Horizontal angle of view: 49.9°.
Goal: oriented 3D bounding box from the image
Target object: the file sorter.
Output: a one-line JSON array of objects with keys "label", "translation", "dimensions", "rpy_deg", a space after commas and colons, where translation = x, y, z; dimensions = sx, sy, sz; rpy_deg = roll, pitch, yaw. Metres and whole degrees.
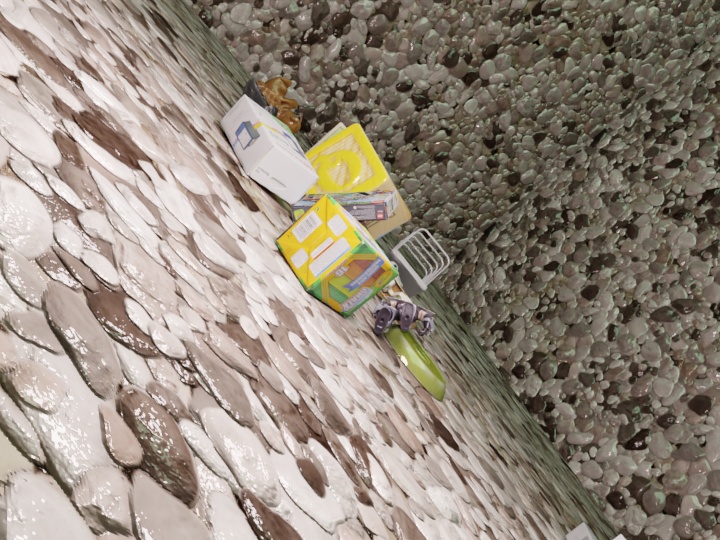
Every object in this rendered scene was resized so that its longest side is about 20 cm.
[{"label": "file sorter", "translation": [0.143, -0.019, 2.157], "dimensions": [0.139, 0.124, 0.200], "rpy_deg": [50, -18, -1]}]

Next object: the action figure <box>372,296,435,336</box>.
[{"label": "action figure", "translation": [0.083, 0.093, 1.565], "dimensions": [0.128, 0.070, 0.200], "rpy_deg": [7, 1, 13]}]

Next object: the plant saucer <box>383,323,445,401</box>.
[{"label": "plant saucer", "translation": [0.119, 0.183, 1.619], "dimensions": [0.200, 0.031, 0.200], "rpy_deg": [50, 6, -7]}]

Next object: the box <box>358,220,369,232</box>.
[{"label": "box", "translation": [-0.035, -0.063, 1.563], "dimensions": [0.200, 0.099, 0.076], "rpy_deg": [-112, -170, -69]}]

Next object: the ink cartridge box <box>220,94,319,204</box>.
[{"label": "ink cartridge box", "translation": [-0.189, -0.249, 1.599], "dimensions": [0.145, 0.087, 0.201], "rpy_deg": [31, 22, -45]}]

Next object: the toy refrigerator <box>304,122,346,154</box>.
[{"label": "toy refrigerator", "translation": [-0.097, -0.280, 1.967], "dimensions": [0.076, 0.199, 0.070], "rpy_deg": [50, 7, 2]}]

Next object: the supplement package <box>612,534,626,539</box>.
[{"label": "supplement package", "translation": [0.531, 0.640, 1.485], "dimensions": [0.201, 0.121, 0.120], "rpy_deg": [51, 7, -3]}]

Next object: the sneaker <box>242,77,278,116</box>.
[{"label": "sneaker", "translation": [-0.238, -0.366, 1.909], "dimensions": [0.200, 0.104, 0.060], "rpy_deg": [51, 6, 6]}]

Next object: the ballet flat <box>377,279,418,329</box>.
[{"label": "ballet flat", "translation": [0.082, 0.051, 1.881], "dimensions": [0.201, 0.068, 0.063], "rpy_deg": [52, -27, 5]}]

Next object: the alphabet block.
[{"label": "alphabet block", "translation": [-0.020, -0.190, 1.855], "dimensions": [0.196, 0.195, 0.200], "rpy_deg": [61, 5, 29]}]

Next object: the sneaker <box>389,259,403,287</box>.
[{"label": "sneaker", "translation": [0.056, -0.002, 2.012], "dimensions": [0.089, 0.074, 0.200], "rpy_deg": [49, 6, -22]}]

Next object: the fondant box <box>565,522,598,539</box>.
[{"label": "fondant box", "translation": [0.537, 0.663, 1.673], "dimensions": [0.201, 0.058, 0.144], "rpy_deg": [52, 7, 1]}]

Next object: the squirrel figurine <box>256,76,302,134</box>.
[{"label": "squirrel figurine", "translation": [-0.280, -0.524, 2.512], "dimensions": [0.199, 0.141, 0.188], "rpy_deg": [7, 52, -60]}]

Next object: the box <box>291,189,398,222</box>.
[{"label": "box", "translation": [-0.030, -0.131, 1.585], "dimensions": [0.110, 0.197, 0.035], "rpy_deg": [-54, 140, -65]}]

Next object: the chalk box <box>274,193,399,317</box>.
[{"label": "chalk box", "translation": [-0.028, -0.014, 1.315], "dimensions": [0.124, 0.124, 0.200], "rpy_deg": [54, 9, 32]}]
